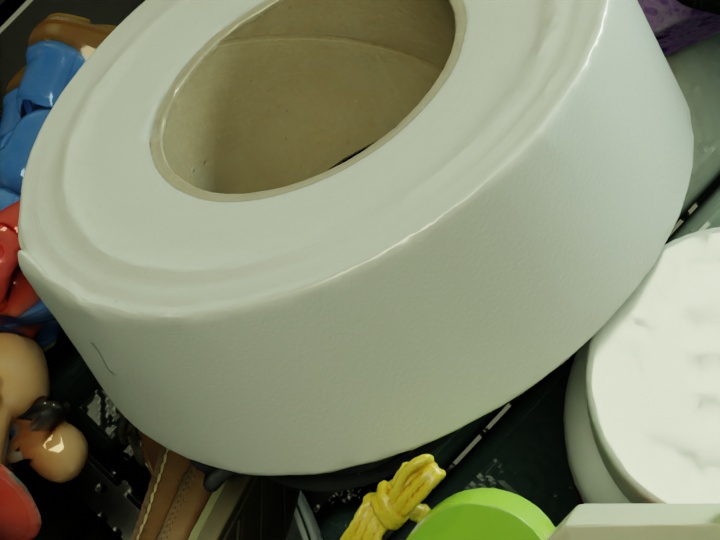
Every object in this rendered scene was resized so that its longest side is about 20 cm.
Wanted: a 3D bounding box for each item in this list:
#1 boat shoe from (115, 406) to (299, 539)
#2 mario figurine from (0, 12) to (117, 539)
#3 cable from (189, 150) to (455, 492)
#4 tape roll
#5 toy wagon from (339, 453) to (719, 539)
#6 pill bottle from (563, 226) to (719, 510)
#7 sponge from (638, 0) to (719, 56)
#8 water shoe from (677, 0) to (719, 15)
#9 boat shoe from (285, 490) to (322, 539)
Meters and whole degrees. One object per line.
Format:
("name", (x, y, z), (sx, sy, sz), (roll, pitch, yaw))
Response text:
("boat shoe", (-0.051, 0.053, 1.020), (0.068, 0.072, 0.200), (15, 40, 10))
("mario figurine", (-0.111, 0.019, 1.041), (0.106, 0.124, 0.201), (8, 61, 23))
("cable", (0.000, 0.000, 0.974), (0.163, 0.051, 0.200), (15, 44, 32))
("tape roll", (-0.003, -0.033, 0.915), (0.202, 0.071, 0.203), (-19, 38, 16))
("toy wagon", (0.081, 0.126, 0.850), (0.200, 0.040, 0.155), (43, 109, 4))
("pill bottle", (0.121, 0.055, 0.959), (0.109, 0.200, 0.110), (-2, 75, 6))
("sponge", (0.104, -0.182, 1.092), (0.111, 0.030, 0.201), (-23, 72, 26))
("water shoe", (0.192, -0.074, 0.983), (0.199, 0.072, 0.079), (7, 79, 12))
("boat shoe", (-0.050, 0.150, 1.023), (0.073, 0.068, 0.200), (4, 74, 7))
